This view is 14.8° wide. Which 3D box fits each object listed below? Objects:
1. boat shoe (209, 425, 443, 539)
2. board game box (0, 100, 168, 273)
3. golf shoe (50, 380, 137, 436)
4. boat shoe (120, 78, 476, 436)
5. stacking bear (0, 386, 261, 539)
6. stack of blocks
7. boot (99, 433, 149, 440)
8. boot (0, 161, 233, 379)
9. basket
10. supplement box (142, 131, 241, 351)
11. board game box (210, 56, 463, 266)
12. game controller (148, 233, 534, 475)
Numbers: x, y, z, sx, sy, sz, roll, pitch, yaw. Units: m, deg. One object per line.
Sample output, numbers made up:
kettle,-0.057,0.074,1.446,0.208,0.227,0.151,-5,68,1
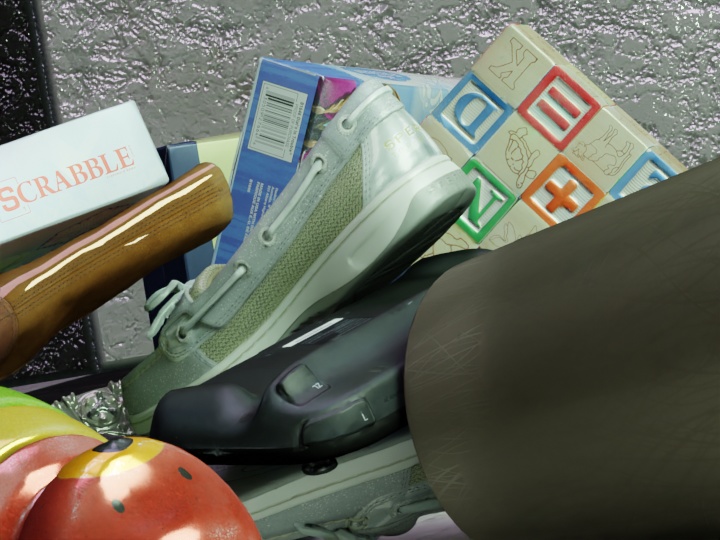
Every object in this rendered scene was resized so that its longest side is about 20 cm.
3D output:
boat shoe,0.031,0.076,1.081,0.202,0.065,0.074,-16,17,-23
board game box,-0.210,0.006,1.168,0.200,0.041,0.199,-23,-5,-36
golf shoe,-0.096,0.102,1.460,0.200,0.078,0.097,-11,-24,-25
boat shoe,-0.036,0.001,1.148,0.202,0.065,0.074,-41,-9,38
stacking bear,-0.108,0.086,0.851,0.121,0.114,0.200,-15,15,-42
stack of blocks,0.109,-0.006,1.279,0.115,0.200,0.059,-49,-6,11
boot,-0.131,0.084,1.232,0.174,0.069,0.200,1,-8,31
boot,-0.167,0.024,1.117,0.200,0.069,0.188,-36,2,-36
basket,0.125,0.031,0.943,0.200,0.136,0.180,-16,-28,41
supplement box,-0.028,0.005,1.772,0.199,0.200,0.134,-9,2,-17
board game box,0.000,0.000,1.376,0.043,0.200,0.199,20,11,31
game controller,0.010,0.032,1.048,0.104,0.042,0.200,-14,8,42
